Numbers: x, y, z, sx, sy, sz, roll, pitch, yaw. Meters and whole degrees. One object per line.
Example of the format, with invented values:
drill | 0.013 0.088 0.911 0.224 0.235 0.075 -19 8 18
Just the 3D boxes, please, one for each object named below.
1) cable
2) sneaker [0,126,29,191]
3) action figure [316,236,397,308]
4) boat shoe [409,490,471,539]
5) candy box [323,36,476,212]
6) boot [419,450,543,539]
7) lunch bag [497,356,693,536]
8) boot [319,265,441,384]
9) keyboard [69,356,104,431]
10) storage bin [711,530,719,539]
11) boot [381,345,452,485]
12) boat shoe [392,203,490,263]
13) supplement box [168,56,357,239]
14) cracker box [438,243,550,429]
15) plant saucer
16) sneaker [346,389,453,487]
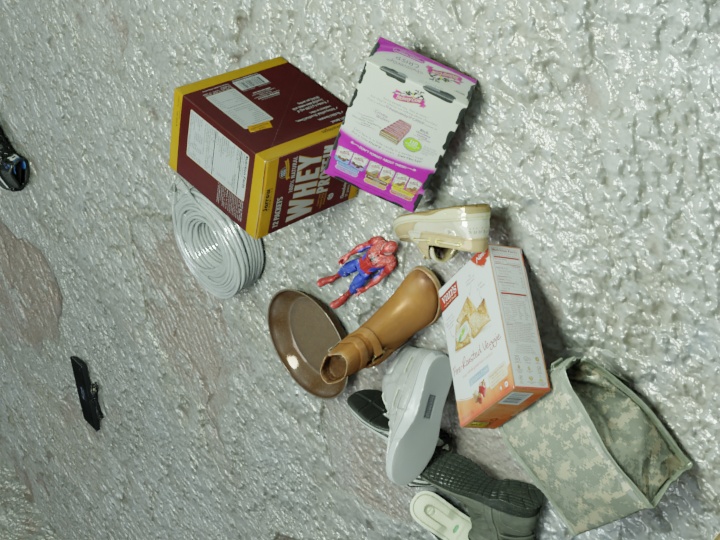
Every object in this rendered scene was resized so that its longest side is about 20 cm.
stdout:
cable | -0.249 -0.053 1.826 0.200 0.069 0.200 37 138 29
sneaker | -0.798 -0.273 2.357 0.112 0.073 0.200 9 127 44
action figure | 0.000 0.000 1.577 0.200 0.052 0.066 -38 78 51
boat shoe | 0.164 0.418 1.640 0.200 0.072 0.068 41 175 17
candy box | 0.047 -0.182 1.344 0.136 0.061 0.200 24 138 -2
boot | 0.168 0.353 1.545 0.200 0.068 0.131 19 127 20
lunch bag | 0.278 0.208 1.310 0.200 0.117 0.164 52 144 6
boot | 0.029 0.086 1.501 0.074 0.155 0.200 48 141 19
keyboard | -0.670 0.311 2.605 0.127 0.021 0.200 30 134 44
storage bin | 0.458 0.357 1.119 0.200 0.198 0.094 -5 112 51
boot | 0.067 0.209 1.549 0.095 0.073 0.200 11 78 54
boat shoe | 0.102 -0.044 1.373 0.200 0.074 0.069 174 91 -66
supplement box | -0.130 -0.179 1.491 0.200 0.197 0.133 40 137 28
cracker box | 0.166 0.085 1.341 0.134 0.058 0.200 130 141 -51
plant saucer | -0.078 0.117 1.751 0.200 0.037 0.201 30 133 37
sneaker | 0.054 0.276 1.658 0.200 0.076 0.116 30 131 33
